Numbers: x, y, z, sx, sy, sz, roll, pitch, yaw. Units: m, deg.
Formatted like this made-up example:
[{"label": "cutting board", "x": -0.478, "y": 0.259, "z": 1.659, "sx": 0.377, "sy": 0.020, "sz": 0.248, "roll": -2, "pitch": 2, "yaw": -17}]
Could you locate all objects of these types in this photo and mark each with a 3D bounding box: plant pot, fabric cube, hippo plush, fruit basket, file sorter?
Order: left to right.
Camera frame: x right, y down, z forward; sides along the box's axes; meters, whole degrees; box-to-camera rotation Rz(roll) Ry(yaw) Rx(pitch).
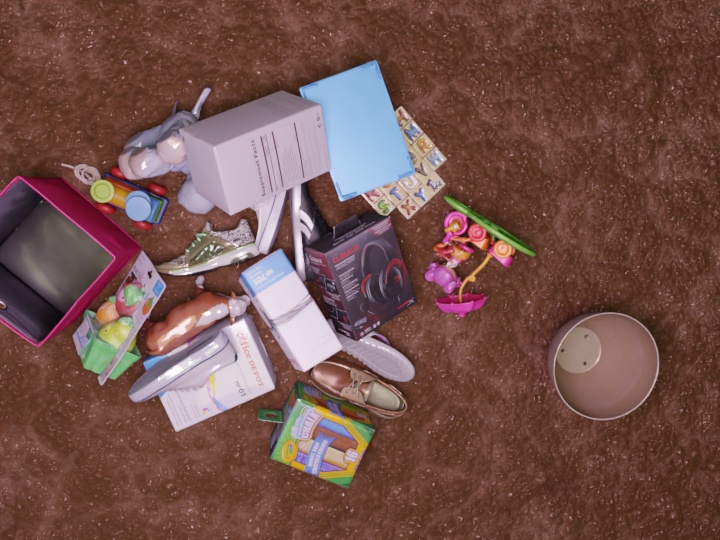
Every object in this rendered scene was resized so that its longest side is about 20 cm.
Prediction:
[{"label": "fabric cube", "x": -0.525, "y": -0.023, "z": 1.178, "sx": 0.196, "sy": 0.199, "sz": 0.200, "roll": 41, "pitch": 91, "yaw": -10}, {"label": "fruit basket", "x": -0.417, "y": 0.074, "z": 1.213, "sx": 0.094, "sy": 0.185, "sz": 0.200, "roll": 24, "pitch": 97, "yaw": -35}, {"label": "hippo plush", "x": -0.312, "y": -0.181, "z": 1.225, "sx": 0.159, "sy": 0.200, "sz": 0.161, "roll": -17, "pitch": 126, "yaw": 23}, {"label": "file sorter", "x": -0.009, "y": -0.241, "z": 1.235, "sx": 0.138, "sy": 0.123, "sz": 0.200, "roll": -21, "pitch": 98, "yaw": -3}, {"label": "plant pot", "x": 0.439, "y": 0.167, "z": 1.331, "sx": 0.200, "sy": 0.134, "sz": 0.201, "roll": -1, "pitch": 96, "yaw": -6}]

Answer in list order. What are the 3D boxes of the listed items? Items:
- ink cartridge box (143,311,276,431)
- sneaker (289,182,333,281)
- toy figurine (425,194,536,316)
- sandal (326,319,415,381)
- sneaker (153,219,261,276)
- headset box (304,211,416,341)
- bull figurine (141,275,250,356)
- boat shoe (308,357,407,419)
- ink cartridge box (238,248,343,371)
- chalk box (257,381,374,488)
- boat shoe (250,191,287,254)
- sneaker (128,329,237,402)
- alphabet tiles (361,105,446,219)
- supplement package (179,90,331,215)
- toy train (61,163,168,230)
[{"label": "ink cartridge box", "x": -0.271, "y": 0.182, "z": 1.287, "sx": 0.200, "sy": 0.085, "sz": 0.145, "roll": -24, "pitch": 98, "yaw": -4}, {"label": "sneaker", "x": -0.071, "y": -0.082, "z": 1.287, "sx": 0.112, "sy": 0.073, "sz": 0.201, "roll": -5, "pitch": 104, "yaw": -10}, {"label": "toy figurine", "x": 0.190, "y": -0.011, "z": 1.300, "sx": 0.200, "sy": 0.150, "sz": 0.184, "roll": 35, "pitch": 103, "yaw": 13}, {"label": "sandal", "x": 0.021, "y": 0.141, "z": 1.326, "sx": 0.202, "sy": 0.082, "sz": 0.050, "roll": 31, "pitch": 50, "yaw": -7}, {"label": "sneaker", "x": -0.281, "y": -0.042, "z": 1.272, "sx": 0.199, "sy": 0.077, "sz": 0.089, "roll": -15, "pitch": 89, "yaw": -11}, {"label": "headset box", "x": 0.000, "y": 0.000, "z": 1.248, "sx": 0.148, "sy": 0.075, "sz": 0.200, "roll": -31, "pitch": 115, "yaw": -26}, {"label": "bull figurine", "x": -0.297, "y": 0.077, "z": 1.246, "sx": 0.200, "sy": 0.121, "sz": 0.065, "roll": -30, "pitch": 124, "yaw": -11}, {"label": "boat shoe", "x": 0.003, "y": 0.218, "z": 1.316, "sx": 0.200, "sy": 0.074, "sz": 0.076, "roll": 24, "pitch": 75, "yaw": -11}, {"label": "ink cartridge box", "x": -0.127, "y": 0.073, "z": 1.238, "sx": 0.086, "sy": 0.146, "sz": 0.200, "roll": -31, "pitch": 90, "yaw": -13}, {"label": "chalk box", "x": -0.093, "y": 0.292, "z": 1.298, "sx": 0.200, "sy": 0.125, "sz": 0.124, "roll": 25, "pitch": 94, "yaw": -9}, {"label": "boat shoe", "x": -0.169, "y": -0.129, "z": 1.263, "sx": 0.065, "sy": 0.074, "sz": 0.201, "roll": 12, "pitch": 78, "yaw": -3}, {"label": "sneaker", "x": -0.304, "y": 0.182, "z": 1.206, "sx": 0.200, "sy": 0.073, "sz": 0.071, "roll": -30, "pitch": 112, "yaw": 6}, {"label": "alphabet tiles", "x": 0.059, "y": -0.202, "z": 1.312, "sx": 0.166, "sy": 0.006, "sz": 0.200, "roll": -42, "pitch": 99, "yaw": 1}, {"label": "supplement package", "x": -0.168, "y": -0.195, "z": 1.135, "sx": 0.200, "sy": 0.121, "sz": 0.120, "roll": -28, "pitch": 129, "yaw": -28}, {"label": "toy train", "x": -0.442, "y": -0.140, "z": 1.213, "sx": 0.200, "sy": 0.116, "sz": 0.085, "roll": 24, "pitch": 94, "yaw": -8}]
